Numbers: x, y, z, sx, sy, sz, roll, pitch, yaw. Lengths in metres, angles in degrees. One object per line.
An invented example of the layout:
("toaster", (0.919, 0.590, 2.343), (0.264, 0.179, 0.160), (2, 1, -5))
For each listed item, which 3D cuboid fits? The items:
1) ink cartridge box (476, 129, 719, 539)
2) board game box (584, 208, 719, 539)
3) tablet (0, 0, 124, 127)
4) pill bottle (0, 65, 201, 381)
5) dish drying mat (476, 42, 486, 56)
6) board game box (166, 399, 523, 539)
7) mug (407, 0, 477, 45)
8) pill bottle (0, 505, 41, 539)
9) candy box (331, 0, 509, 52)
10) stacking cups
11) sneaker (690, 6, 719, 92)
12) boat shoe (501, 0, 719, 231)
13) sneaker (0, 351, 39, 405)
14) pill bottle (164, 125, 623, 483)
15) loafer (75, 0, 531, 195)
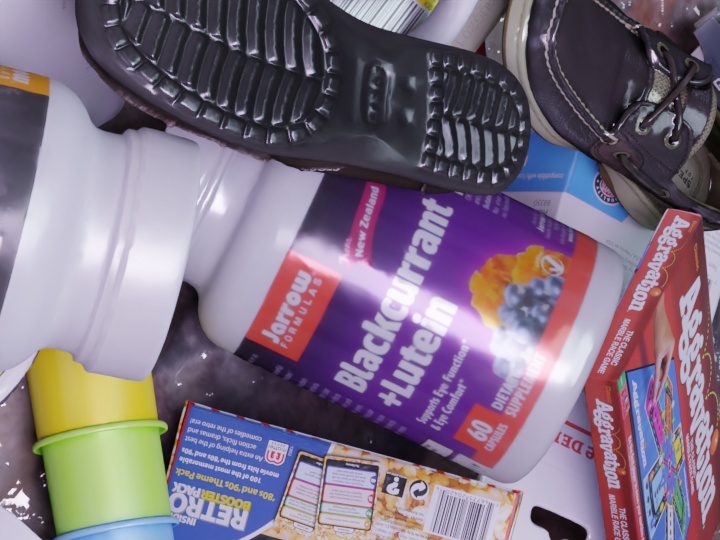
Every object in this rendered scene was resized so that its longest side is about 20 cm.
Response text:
("ink cartridge box", (0.096, 0.041, 1.282), (0.116, 0.067, 0.201), (27, 75, -36))
("board game box", (0.136, 0.078, 1.228), (0.200, 0.019, 0.103), (77, 33, -45))
("tablet", (-0.143, -0.117, 1.068), (0.130, 0.014, 0.201), (-31, 141, -33))
("pill bottle", (-0.166, -0.026, 1.011), (0.199, 0.116, 0.117), (13, 83, -12))
("dish drying mat", (0.043, -0.138, 1.239), (0.018, 0.077, 0.201), (-6, 97, -2))
("board game box", (-0.028, 0.172, 1.153), (0.151, 0.046, 0.201), (15, 79, 4))
("mug", (0.000, -0.163, 1.092), (0.175, 0.148, 0.201), (4, 122, -14))
("pill bottle", (-0.197, 0.180, 1.040), (0.200, 0.112, 0.113), (-48, 117, -26))
("candy box", (-0.021, -0.165, 1.161), (0.200, 0.026, 0.102), (39, 81, -10))
("stacking cups", (-0.102, 0.126, 1.113), (0.060, 0.060, 0.201), (0, 78, -37))
("sneaker", (0.206, -0.061, 1.296), (0.130, 0.079, 0.199), (43, 23, -29))
("boat shoe", (0.126, -0.073, 1.187), (0.200, 0.065, 0.074), (35, 68, -54))
("sneaker", (-0.200, 0.042, 1.060), (0.200, 0.074, 0.081), (-44, 113, -29))
("pill bottle", (0.000, 0.000, 1.146), (0.199, 0.111, 0.112), (25, 75, -4))
("loafer", (-0.030, -0.069, 1.057), (0.199, 0.071, 0.073), (21, 74, -29))
